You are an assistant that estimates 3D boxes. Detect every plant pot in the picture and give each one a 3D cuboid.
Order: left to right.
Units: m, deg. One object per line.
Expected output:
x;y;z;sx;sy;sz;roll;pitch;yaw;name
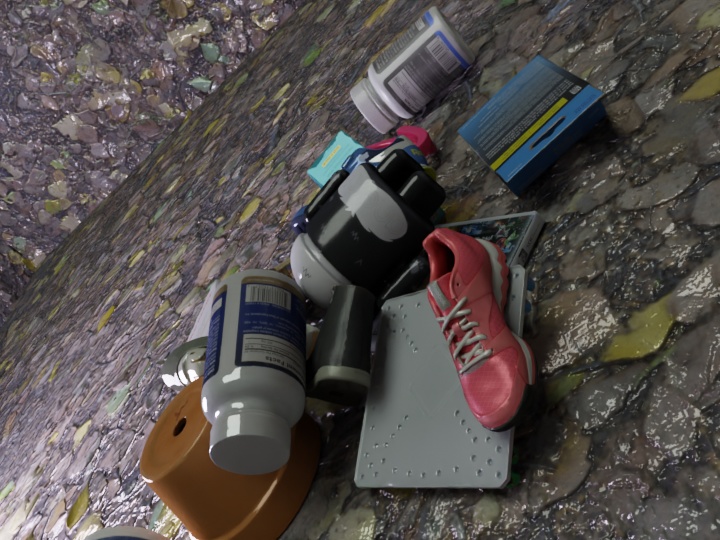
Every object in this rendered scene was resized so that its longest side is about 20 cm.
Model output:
-0.163;0.220;0.915;0.199;0.140;0.202;-37;29;24;plant pot

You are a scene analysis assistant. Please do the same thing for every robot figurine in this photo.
0.008;-0.042;0.906;0.200;0.124;0.151;-48;22;10;robot figurine

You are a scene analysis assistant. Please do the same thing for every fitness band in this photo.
0.037;-0.172;1.199;0.142;0.038;0.200;-32;21;-9;fitness band

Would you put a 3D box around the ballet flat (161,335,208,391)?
-0.170;0.113;0.962;0.196;0.069;0.064;-11;-2;15;ballet flat

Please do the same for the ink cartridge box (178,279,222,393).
-0.198;0.124;1.113;0.149;0.085;0.200;-62;18;16;ink cartridge box

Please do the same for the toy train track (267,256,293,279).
-0.120;0.013;1.182;0.114;0.033;0.200;-33;-1;8;toy train track

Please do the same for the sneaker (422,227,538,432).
0.091;0.046;0.681;0.074;0.086;0.203;-39;41;32;sneaker

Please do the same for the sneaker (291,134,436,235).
-0.002;-0.105;1.005;0.197;0.074;0.083;-25;65;7;sneaker

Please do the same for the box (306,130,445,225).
0.018;-0.107;1.069;0.083;0.049;0.200;-49;56;0;box

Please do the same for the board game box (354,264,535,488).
0.080;0.110;0.754;0.198;0.026;0.203;-17;55;47;board game box

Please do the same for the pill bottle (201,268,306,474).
-0.113;0.108;0.836;0.110;0.110;0.202;-32;41;30;pill bottle

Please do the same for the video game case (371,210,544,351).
0.104;0.017;0.904;0.199;0.023;0.183;-5;50;57;video game case

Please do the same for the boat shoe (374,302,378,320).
0.000;0.000;1.033;0.068;0.072;0.201;-42;24;20;boat shoe

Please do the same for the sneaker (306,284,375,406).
-0.021;0.089;0.874;0.200;0.073;0.108;134;148;-68;sneaker

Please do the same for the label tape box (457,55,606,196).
0.213;-0.168;0.935;0.144;0.063;0.201;-43;26;12;label tape box

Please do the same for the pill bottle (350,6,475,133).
0.084;-0.331;1.306;0.199;0.114;0.114;-38;27;20;pill bottle

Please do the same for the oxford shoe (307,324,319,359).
-0.099;0.105;1.074;0.200;0.057;0.077;161;119;-69;oxford shoe

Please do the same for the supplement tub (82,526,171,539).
-0.263;0.396;0.824;0.144;0.144;0.201;-36;28;23;supplement tub

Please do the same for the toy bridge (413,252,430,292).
0.085;0.016;0.876;0.068;0.027;0.199;-54;26;-7;toy bridge

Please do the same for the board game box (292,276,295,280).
-0.059;-0.024;1.154;0.202;0.032;0.120;-59;-5;-19;board game box
